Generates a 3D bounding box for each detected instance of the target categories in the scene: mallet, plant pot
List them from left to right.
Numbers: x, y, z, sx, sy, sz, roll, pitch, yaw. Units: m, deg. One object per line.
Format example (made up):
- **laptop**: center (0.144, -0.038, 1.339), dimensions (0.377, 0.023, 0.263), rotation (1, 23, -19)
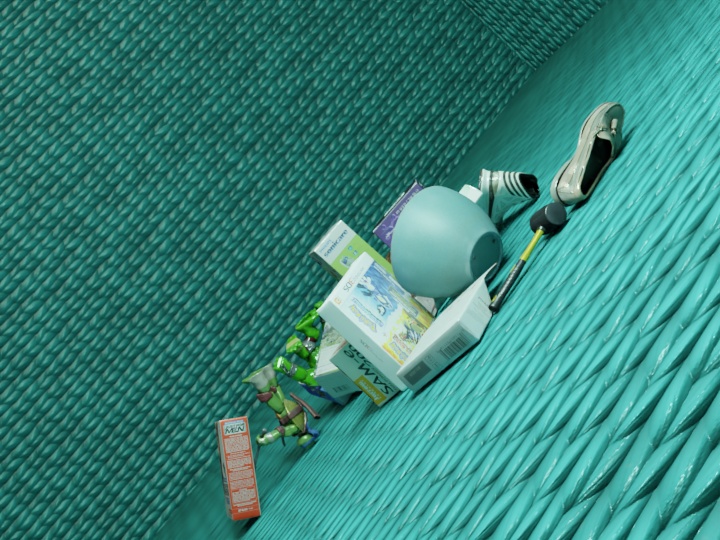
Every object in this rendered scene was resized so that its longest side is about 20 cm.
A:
- **plant pot**: center (0.170, -0.037, 1.444), dimensions (0.134, 0.201, 0.200), rotation (19, 61, 44)
- **mallet**: center (0.254, -0.022, 1.254), dimensions (0.201, 0.041, 0.066), rotation (-56, 3, -26)

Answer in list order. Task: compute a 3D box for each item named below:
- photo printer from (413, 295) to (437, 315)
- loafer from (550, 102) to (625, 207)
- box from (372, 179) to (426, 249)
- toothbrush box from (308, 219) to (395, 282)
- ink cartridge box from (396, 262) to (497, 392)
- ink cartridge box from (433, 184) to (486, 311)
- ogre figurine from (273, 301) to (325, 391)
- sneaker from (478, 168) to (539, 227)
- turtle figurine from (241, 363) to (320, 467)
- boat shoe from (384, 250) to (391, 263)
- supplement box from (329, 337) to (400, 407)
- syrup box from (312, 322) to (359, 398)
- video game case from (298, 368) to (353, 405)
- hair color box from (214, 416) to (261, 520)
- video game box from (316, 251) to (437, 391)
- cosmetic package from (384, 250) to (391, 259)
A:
- **photo printer**: center (0.077, 0.113, 1.695), dimensions (0.200, 0.069, 0.167), rotation (-47, 4, 26)
- **loafer**: center (0.374, -0.183, 1.297), dimensions (0.201, 0.072, 0.063), rotation (-57, 22, -15)
- **box**: center (0.147, -0.079, 1.808), dimensions (0.148, 0.200, 0.104), rotation (-49, 3, 10)
- **toothbrush box**: center (0.000, 0.000, 1.652), dimensions (0.086, 0.200, 0.146), rotation (-48, 5, -7)
- **ink cartridge box**: center (0.152, 0.088, 1.306), dimensions (0.160, 0.047, 0.200), rotation (-47, -1, 37)
- **ink cartridge box**: center (0.179, -0.042, 1.608), dimensions (0.200, 0.050, 0.161), rotation (-49, -33, -19)
- **ogre figurine**: center (-0.102, 0.173, 1.819), dimensions (0.098, 0.120, 0.201), rotation (-24, 27, 30)
- **sneaker**: center (0.302, -0.136, 1.654), dimensions (0.201, 0.114, 0.076), rotation (61, -146, -64)
- **turtle figurine**: center (-0.198, 0.313, 1.759), dimensions (0.144, 0.195, 0.199), rotation (-29, 1, -43)
- **boat shoe**: center (0.061, 0.014, 1.848), dimensions (0.073, 0.076, 0.200), rotation (-19, 24, 18)
- **supplement box**: center (0.042, 0.131, 1.489), dimensions (0.074, 0.126, 0.200), rotation (-44, 6, 35)
- **syrup box**: center (-0.033, 0.162, 1.760), dimensions (0.078, 0.081, 0.201), rotation (-21, 38, 31)
- **video game case**: center (-0.037, 0.209, 1.869), dimensions (0.182, 0.045, 0.200), rotation (-53, 20, -17)
- **hair color box**: center (-0.257, 0.410, 1.715), dimensions (0.063, 0.202, 0.111), rotation (-6, -11, -16)
- **video game box**: center (0.039, 0.083, 1.429), dimensions (0.047, 0.200, 0.182), rotation (-44, 6, 36)
- **cosmetic package**: center (0.087, 0.031, 1.980), dimensions (0.200, 0.084, 0.108), rotation (-53, -34, -47)
